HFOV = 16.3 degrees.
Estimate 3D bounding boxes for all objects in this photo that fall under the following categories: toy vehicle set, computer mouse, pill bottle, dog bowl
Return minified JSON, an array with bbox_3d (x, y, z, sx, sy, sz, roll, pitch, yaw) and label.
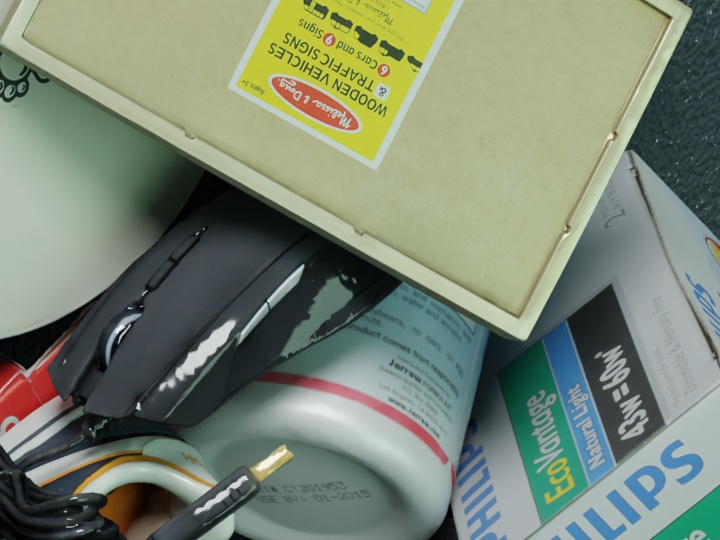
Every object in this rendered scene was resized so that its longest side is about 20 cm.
[{"bbox_3d":[-0.004,-0.079,0.818,0.199,0.027,0.125,30,87,-13],"label":"toy vehicle set"},{"bbox_3d":[-0.050,0.025,0.822,0.199,0.140,0.046,-32,120,-20],"label":"computer mouse"},{"bbox_3d":[0.000,0.000,0.965,0.109,0.108,0.201,55,41,-45],"label":"pill bottle"},{"bbox_3d":[-0.134,-0.081,0.845,0.199,0.079,0.202,-22,123,-39],"label":"dog bowl"}]

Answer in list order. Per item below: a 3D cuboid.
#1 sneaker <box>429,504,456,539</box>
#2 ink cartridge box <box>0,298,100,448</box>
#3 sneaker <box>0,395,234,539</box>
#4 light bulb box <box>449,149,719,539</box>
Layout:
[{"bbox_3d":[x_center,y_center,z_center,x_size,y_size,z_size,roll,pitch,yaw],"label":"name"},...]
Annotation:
[{"bbox_3d":[0.027,0.061,1.091,0.072,0.072,0.202,-11,114,-42],"label":"sneaker"},{"bbox_3d":[-0.159,0.102,0.913,0.200,0.067,0.117,-45,136,-23],"label":"ink cartridge box"},{"bbox_3d":[-0.128,0.117,0.841,0.200,0.079,0.079,-41,134,-25],"label":"sneaker"},{"bbox_3d":[0.138,0.092,0.991,0.125,0.199,0.200,-40,114,14],"label":"light bulb box"}]
